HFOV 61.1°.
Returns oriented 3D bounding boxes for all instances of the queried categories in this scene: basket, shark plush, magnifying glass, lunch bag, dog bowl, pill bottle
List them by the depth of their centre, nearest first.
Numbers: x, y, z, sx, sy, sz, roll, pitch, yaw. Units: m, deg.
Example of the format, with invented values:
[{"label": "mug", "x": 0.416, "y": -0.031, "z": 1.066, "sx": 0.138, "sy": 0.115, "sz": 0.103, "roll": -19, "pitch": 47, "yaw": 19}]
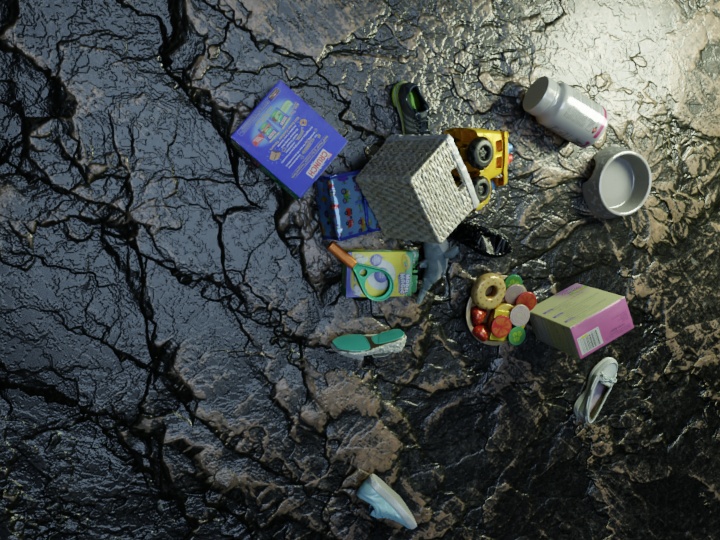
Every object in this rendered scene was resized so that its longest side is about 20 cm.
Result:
[{"label": "basket", "x": 0.125, "y": -0.186, "z": 1.388, "sx": 0.161, "sy": 0.200, "sz": 0.198, "roll": -47, "pitch": 126, "yaw": -24}, {"label": "lunch bag", "x": 0.003, "y": -0.164, "z": 1.458, "sx": 0.199, "sy": 0.094, "sz": 0.151, "roll": -15, "pitch": 103, "yaw": -28}, {"label": "magnifying glass", "x": 0.000, "y": 0.000, "z": 1.463, "sx": 0.200, "sy": 0.022, "sz": 0.080, "roll": 40, "pitch": 87, "yaw": -19}, {"label": "shark plush", "x": 0.168, "y": -0.017, "z": 1.543, "sx": 0.083, "sy": 0.091, "sz": 0.200, "roll": 3, "pitch": 123, "yaw": -32}, {"label": "pill bottle", "x": 0.521, "y": -0.406, "z": 1.555, "sx": 0.200, "sy": 0.113, "sz": 0.114, "roll": 23, "pitch": 92, "yaw": -21}, {"label": "dog bowl", "x": 0.711, "y": -0.240, "z": 1.677, "sx": 0.199, "sy": 0.059, "sz": 0.201, "roll": -3, "pitch": 101, "yaw": -17}]

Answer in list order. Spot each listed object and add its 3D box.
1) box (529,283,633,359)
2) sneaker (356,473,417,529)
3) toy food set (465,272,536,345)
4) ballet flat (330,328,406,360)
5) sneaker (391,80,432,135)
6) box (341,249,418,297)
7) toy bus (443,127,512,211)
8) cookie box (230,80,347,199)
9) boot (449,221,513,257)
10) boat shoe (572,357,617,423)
[{"label": "box", "x": 0.581, "y": 0.130, "z": 1.628, "sx": 0.176, "sy": 0.200, "sz": 0.097, "roll": -27, "pitch": 107, "yaw": -12}, {"label": "sneaker", "x": 0.066, "y": 0.632, "z": 1.630, "sx": 0.082, "sy": 0.074, "sz": 0.200, "roll": -41, "pitch": 102, "yaw": 2}, {"label": "toy food set", "x": 0.376, "y": 0.106, "z": 1.636, "sx": 0.197, "sy": 0.049, "sz": 0.201, "roll": 7, "pitch": 97, "yaw": -17}, {"label": "ballet flat", "x": 0.023, "y": 0.196, "z": 1.533, "sx": 0.199, "sy": 0.072, "sz": 0.072, "roll": -6, "pitch": 102, "yaw": -17}, {"label": "sneaker", "x": 0.136, "y": -0.355, "z": 1.456, "sx": 0.074, "sy": 0.081, "sz": 0.200, "roll": -29, "pitch": 108, "yaw": -10}, {"label": "box", "x": 0.055, "y": 0.007, "z": 1.517, "sx": 0.199, "sy": 0.048, "sz": 0.118, "roll": -1, "pitch": 101, "yaw": -19}, {"label": "toy bus", "x": 0.305, "y": -0.256, "z": 1.517, "sx": 0.191, "sy": 0.136, "sz": 0.201, "roll": -11, "pitch": 106, "yaw": -32}, {"label": "cookie box", "x": -0.161, "y": -0.287, "z": 1.363, "sx": 0.200, "sy": 0.075, "sz": 0.171, "roll": 41, "pitch": 86, "yaw": -11}, {"label": "boot", "x": 0.326, "y": -0.070, "z": 1.528, "sx": 0.198, "sy": 0.162, "sz": 0.074, "roll": 19, "pitch": 95, "yaw": -20}, {"label": "boat shoe", "x": 0.697, "y": 0.350, "z": 1.779, "sx": 0.074, "sy": 0.065, "sz": 0.202, "roll": 34, "pitch": 89, "yaw": -21}]
